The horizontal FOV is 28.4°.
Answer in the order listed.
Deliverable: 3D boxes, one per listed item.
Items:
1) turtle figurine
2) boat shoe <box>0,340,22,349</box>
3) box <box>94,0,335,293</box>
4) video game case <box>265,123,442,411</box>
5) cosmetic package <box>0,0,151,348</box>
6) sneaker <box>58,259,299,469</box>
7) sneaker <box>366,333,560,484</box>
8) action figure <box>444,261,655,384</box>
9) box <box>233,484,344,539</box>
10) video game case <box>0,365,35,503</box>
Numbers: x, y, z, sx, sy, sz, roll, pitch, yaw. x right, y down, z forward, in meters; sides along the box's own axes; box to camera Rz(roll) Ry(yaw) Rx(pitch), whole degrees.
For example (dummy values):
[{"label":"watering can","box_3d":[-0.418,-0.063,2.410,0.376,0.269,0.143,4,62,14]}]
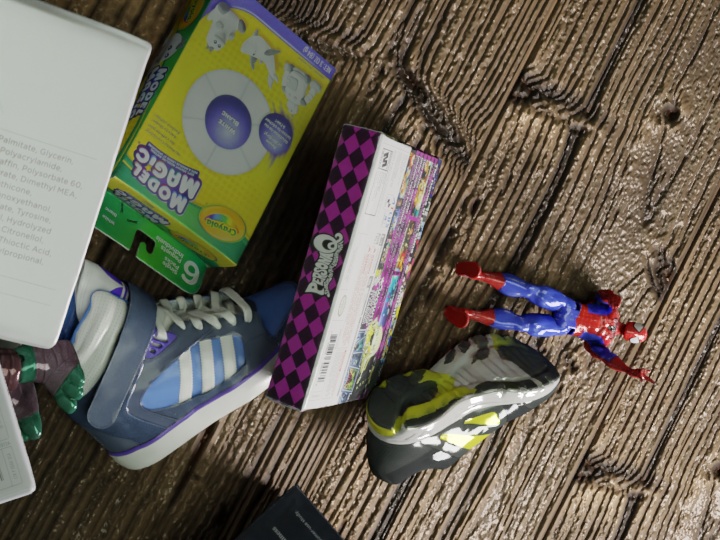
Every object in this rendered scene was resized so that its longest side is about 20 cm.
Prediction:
[{"label":"turtle figurine","box_3d":[-0.282,0.074,0.882,0.199,0.149,0.102,3,82,-39]},{"label":"boat shoe","box_3d":[-0.314,0.041,0.950,0.198,0.057,0.068,13,95,-30]},{"label":"box","box_3d":[-0.109,-0.094,1.011,0.117,0.048,0.201,36,70,-29]},{"label":"video game case","box_3d":[0.000,0.000,1.059,0.181,0.035,0.202,3,103,-73]},{"label":"cosmetic package","box_3d":[-0.256,-0.081,0.893,0.164,0.165,0.202,18,94,-29]},{"label":"sneaker","box_3d":[-0.137,0.036,1.030,0.199,0.081,0.147,-38,120,-10]},{"label":"sneaker","box_3d":[0.079,0.115,1.181,0.198,0.075,0.085,-13,135,-33]},{"label":"action figure","box_3d":[0.180,0.043,1.197,0.198,0.099,0.066,12,96,-32]},{"label":"box","box_3d":[-0.077,0.285,1.071,0.200,0.104,0.148,-40,83,-14]},{"label":"video game case","box_3d":[-0.301,0.067,0.784,0.198,0.022,0.184,-17,98,-13]}]
